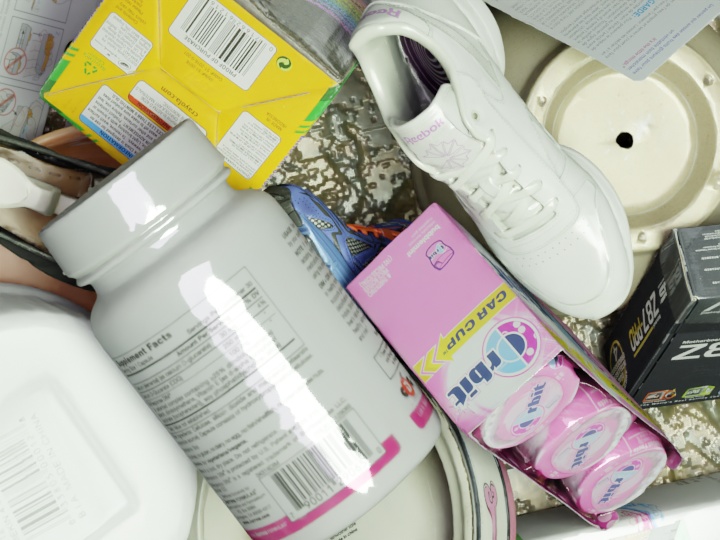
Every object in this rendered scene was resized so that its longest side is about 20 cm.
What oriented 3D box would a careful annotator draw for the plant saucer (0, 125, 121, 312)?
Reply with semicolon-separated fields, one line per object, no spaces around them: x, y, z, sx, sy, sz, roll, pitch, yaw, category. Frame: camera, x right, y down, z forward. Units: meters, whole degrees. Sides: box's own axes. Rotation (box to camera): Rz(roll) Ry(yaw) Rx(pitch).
-0.143;0.016;1.204;0.200;0.037;0.201;-4;101;-20;plant saucer

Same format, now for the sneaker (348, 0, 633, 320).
0.059;-0.053;1.089;0.075;0.100;0.200;-36;90;31;sneaker

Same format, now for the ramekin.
-0.181;0.108;1.120;0.200;0.098;0.201;-1;92;-23;ramekin

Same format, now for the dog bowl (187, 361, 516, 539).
-0.003;0.140;1.180;0.200;0.074;0.201;-5;82;35;dog bowl

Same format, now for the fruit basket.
0.128;-0.186;1.172;0.200;0.094;0.185;35;59;25;fruit basket

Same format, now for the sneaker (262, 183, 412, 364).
0.000;0.000;1.190;0.075;0.200;0.079;10;70;33;sneaker

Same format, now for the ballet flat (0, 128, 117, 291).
-0.160;-0.029;1.132;0.200;0.068;0.068;20;92;-23;ballet flat

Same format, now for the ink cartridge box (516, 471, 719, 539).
0.152;0.206;1.239;0.200;0.084;0.145;-11;93;-6;ink cartridge box

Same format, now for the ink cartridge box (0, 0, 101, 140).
-0.230;-0.112;1.166;0.057;0.200;0.163;20;97;35;ink cartridge box

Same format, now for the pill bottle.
-0.061;0.032;1.070;0.113;0.113;0.200;-37;97;-4;pill bottle

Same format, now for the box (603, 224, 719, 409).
0.250;0.019;1.198;0.200;0.161;0.049;-5;65;-11;box

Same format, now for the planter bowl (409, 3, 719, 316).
0.134;-0.071;1.203;0.200;0.135;0.201;0;91;-6;planter bowl

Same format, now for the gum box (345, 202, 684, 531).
0.087;0.057;1.148;0.066;0.200;0.114;-44;56;5;gum box

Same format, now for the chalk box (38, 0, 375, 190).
-0.062;-0.135;1.168;0.124;0.200;0.124;38;121;-4;chalk box
